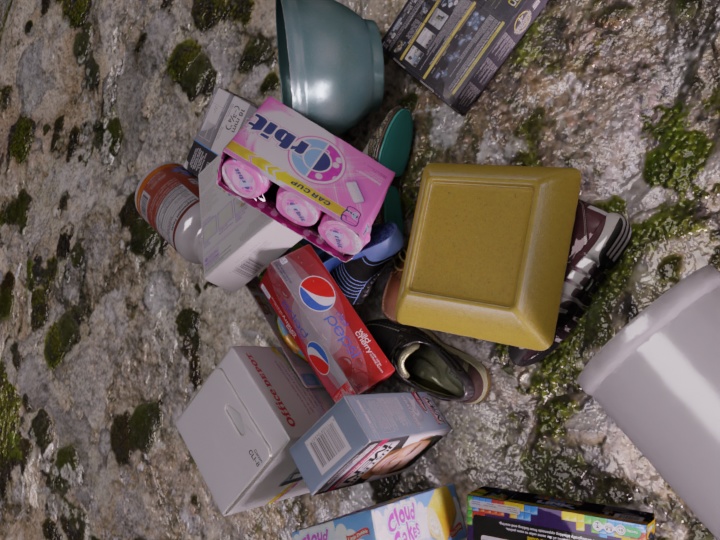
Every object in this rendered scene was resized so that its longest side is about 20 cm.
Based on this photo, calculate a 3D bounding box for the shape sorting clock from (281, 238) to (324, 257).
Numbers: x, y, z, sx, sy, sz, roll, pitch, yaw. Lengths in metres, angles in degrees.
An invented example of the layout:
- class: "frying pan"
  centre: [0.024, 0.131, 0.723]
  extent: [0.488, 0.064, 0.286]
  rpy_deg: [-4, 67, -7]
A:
- class: "shape sorting clock"
  centre: [-0.089, -0.106, 0.966]
  extent: [0.196, 0.039, 0.205]
  rpy_deg: [-1, 88, 23]

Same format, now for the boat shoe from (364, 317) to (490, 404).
- class: "boat shoe"
  centre: [0.069, 0.110, 0.830]
  extent: [0.198, 0.066, 0.073]
  rpy_deg: [24, 97, 33]

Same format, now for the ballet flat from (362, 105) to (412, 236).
- class: "ballet flat"
  centre: [0.026, -0.122, 0.896]
  extent: [0.074, 0.067, 0.205]
  rpy_deg: [2, 88, 42]

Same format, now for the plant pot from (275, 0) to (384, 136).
- class: "plant pot"
  centre: [-0.041, -0.275, 0.893]
  extent: [0.131, 0.201, 0.205]
  rpy_deg: [-6, 76, -10]

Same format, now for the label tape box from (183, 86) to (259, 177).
- class: "label tape box"
  centre: [-0.179, -0.187, 1.038]
  extent: [0.198, 0.063, 0.147]
  rpy_deg: [33, 102, 33]

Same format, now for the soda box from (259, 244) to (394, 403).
- class: "soda box"
  centre: [-0.045, 0.072, 0.836]
  extent: [0.202, 0.069, 0.064]
  rpy_deg: [56, 144, 13]

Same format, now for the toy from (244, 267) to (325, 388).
- class: "toy"
  centre: [-0.079, 0.069, 0.904]
  extent: [0.047, 0.114, 0.201]
  rpy_deg: [-50, 60, 19]

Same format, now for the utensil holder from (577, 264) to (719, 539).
- class: "utensil holder"
  centre: [0.327, 0.127, 0.597]
  extent: [0.170, 0.169, 0.201]
  rpy_deg: [-46, 64, 19]

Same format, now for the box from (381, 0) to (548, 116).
- class: "box"
  centre: [0.135, -0.335, 0.858]
  extent: [0.161, 0.049, 0.201]
  rpy_deg: [46, 109, 31]

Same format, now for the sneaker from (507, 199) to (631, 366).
- class: "sneaker"
  centre: [0.211, 0.004, 0.756]
  extent: [0.115, 0.075, 0.202]
  rpy_deg: [40, 97, 38]

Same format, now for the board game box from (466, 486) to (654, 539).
- class: "board game box"
  centre: [0.214, 0.338, 0.710]
  extent: [0.196, 0.056, 0.170]
  rpy_deg: [-1, 85, 33]

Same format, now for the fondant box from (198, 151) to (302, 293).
- class: "fondant box"
  centre: [-0.157, -0.093, 0.904]
  extent: [0.143, 0.058, 0.203]
  rpy_deg: [-35, 49, 25]

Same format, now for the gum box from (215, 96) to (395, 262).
- class: "gum box"
  centre: [-0.061, -0.109, 0.798]
  extent: [0.197, 0.114, 0.066]
  rpy_deg: [31, 143, 0]

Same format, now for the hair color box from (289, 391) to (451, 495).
- class: "hair color box"
  centre: [0.018, 0.199, 0.772]
  extent: [0.099, 0.199, 0.061]
  rpy_deg: [-45, 62, 19]

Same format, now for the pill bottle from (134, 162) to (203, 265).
- class: "pill bottle"
  centre: [-0.270, -0.083, 1.056]
  extent: [0.199, 0.111, 0.114]
  rpy_deg: [38, 104, 31]

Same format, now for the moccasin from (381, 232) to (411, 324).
- class: "moccasin"
  centre: [0.087, -0.022, 0.828]
  extent: [0.073, 0.077, 0.203]
  rpy_deg: [41, 105, 19]

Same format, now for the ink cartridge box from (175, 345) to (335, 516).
- class: "ink cartridge box"
  centre: [-0.108, 0.200, 0.855]
  extent: [0.145, 0.199, 0.146]
  rpy_deg: [-50, 61, 17]

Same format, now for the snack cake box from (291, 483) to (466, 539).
- class: "snack cake box"
  centre: [0.027, 0.304, 0.751]
  extent: [0.113, 0.199, 0.069]
  rpy_deg: [-24, 70, 27]

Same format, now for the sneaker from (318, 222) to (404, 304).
- class: "sneaker"
  centre: [0.000, 0.000, 0.865]
  extent: [0.078, 0.070, 0.198]
  rpy_deg: [51, 144, -14]

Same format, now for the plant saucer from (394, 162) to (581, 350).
- class: "plant saucer"
  centre: [0.130, -0.029, 0.734]
  extent: [0.197, 0.048, 0.205]
  rpy_deg: [8, 82, 35]
